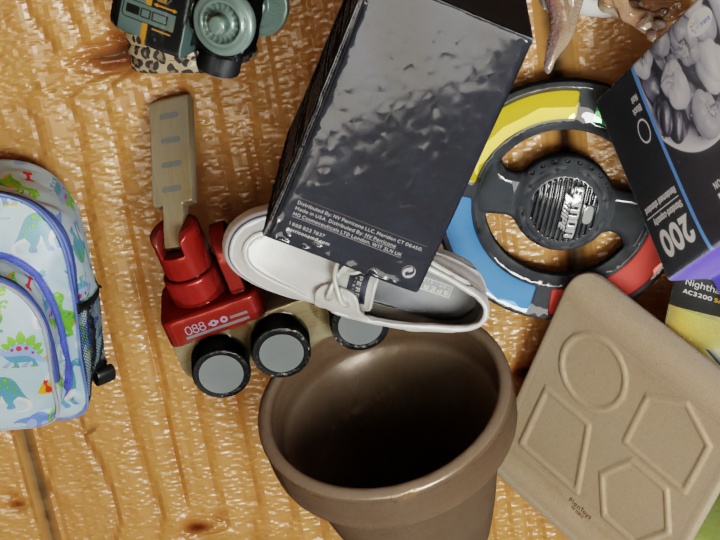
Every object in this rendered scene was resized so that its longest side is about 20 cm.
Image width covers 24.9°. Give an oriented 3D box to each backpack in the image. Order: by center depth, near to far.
[{"bbox_3d":[-0.294,0.023,1.257,0.182,0.147,0.201,-2,113,1],"label":"backpack"}]

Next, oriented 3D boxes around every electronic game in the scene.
[{"bbox_3d":[0.156,-0.053,1.260,0.199,0.042,0.201,1,115,2],"label":"electronic game"}]

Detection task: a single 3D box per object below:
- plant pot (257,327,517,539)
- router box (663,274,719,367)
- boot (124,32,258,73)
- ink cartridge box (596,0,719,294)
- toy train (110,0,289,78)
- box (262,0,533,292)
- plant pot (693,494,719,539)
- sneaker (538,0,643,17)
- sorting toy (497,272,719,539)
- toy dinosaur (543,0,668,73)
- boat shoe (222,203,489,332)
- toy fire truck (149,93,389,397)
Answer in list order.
[{"bbox_3d":[0.034,0.158,1.299,0.199,0.201,0.175,-9,131,7],"label":"plant pot"},{"bbox_3d":[0.331,0.062,1.241,0.199,0.052,0.158,17,138,16],"label":"router box"},{"bbox_3d":[-0.097,-0.225,1.171,0.199,0.073,0.151,-6,114,9],"label":"boot"},{"bbox_3d":[0.247,-0.067,1.101,0.043,0.198,0.201,-19,79,-20],"label":"ink cartridge box"},{"bbox_3d":[-0.101,-0.231,1.089,0.114,0.085,0.201,21,118,13],"label":"toy train"},{"bbox_3d":[0.028,-0.125,1.143,0.123,0.200,0.199,20,115,-7],"label":"box"},{"bbox_3d":[0.327,0.262,1.339,0.190,0.200,0.200,32,113,1],"label":"plant pot"},{"bbox_3d":[0.178,-0.275,1.145,0.080,0.077,0.201,3,122,-9],"label":"sneaker"},{"bbox_3d":[0.204,0.128,1.277,0.185,0.036,0.201,40,124,28],"label":"sorting toy"},{"bbox_3d":[0.162,-0.231,1.083,0.135,0.086,0.200,31,127,-18],"label":"toy dinosaur"},{"bbox_3d":[0.000,0.000,1.175,0.199,0.065,0.074,9,105,-10],"label":"boat shoe"},{"bbox_3d":[-0.084,-0.033,1.248,0.175,0.129,0.201,-19,121,6],"label":"toy fire truck"}]
